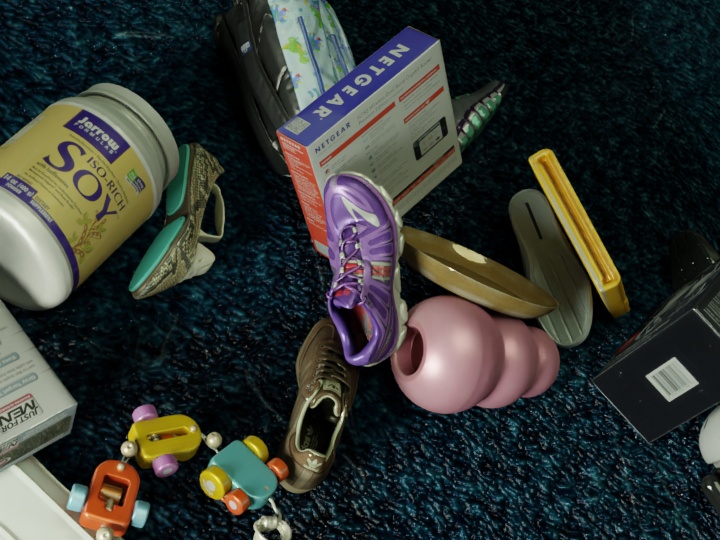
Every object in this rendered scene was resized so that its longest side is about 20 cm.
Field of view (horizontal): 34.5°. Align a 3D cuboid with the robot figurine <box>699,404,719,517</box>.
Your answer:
[{"bbox_3d":[0.482,0.234,1.339,0.150,0.125,0.200,-21,73,-53],"label":"robot figurine"}]

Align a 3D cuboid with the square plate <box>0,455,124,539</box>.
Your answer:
[{"bbox_3d":[-0.312,0.251,0.982,0.198,0.028,0.200,43,52,1],"label":"square plate"}]

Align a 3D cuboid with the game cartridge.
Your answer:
[{"bbox_3d":[0.261,-0.039,1.359,0.177,0.032,0.200,65,11,17],"label":"game cartridge"}]

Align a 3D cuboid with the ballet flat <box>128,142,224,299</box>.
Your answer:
[{"bbox_3d":[-0.177,-0.043,1.203,0.075,0.068,0.201,32,49,-27],"label":"ballet flat"}]

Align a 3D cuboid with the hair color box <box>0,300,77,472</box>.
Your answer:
[{"bbox_3d":[-0.349,0.078,1.024,0.099,0.061,0.200,-29,69,-35],"label":"hair color box"}]

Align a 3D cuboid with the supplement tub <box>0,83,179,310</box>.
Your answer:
[{"bbox_3d":[-0.281,-0.074,1.110,0.145,0.145,0.200,40,53,-2],"label":"supplement tub"}]

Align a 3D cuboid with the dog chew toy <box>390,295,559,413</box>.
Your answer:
[{"bbox_3d":[0.132,0.094,1.248,0.199,0.125,0.125,8,59,-32],"label":"dog chew toy"}]

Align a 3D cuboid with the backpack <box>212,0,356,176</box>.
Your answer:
[{"bbox_3d":[-0.071,-0.205,1.290,0.153,0.163,0.201,-1,72,-31],"label":"backpack"}]

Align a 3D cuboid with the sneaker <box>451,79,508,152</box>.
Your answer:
[{"bbox_3d":[0.107,-0.191,1.424,0.087,0.074,0.200,38,53,3],"label":"sneaker"}]

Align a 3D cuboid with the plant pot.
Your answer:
[{"bbox_3d":[0.122,0.006,1.280,0.199,0.028,0.200,24,11,-5],"label":"plant pot"}]

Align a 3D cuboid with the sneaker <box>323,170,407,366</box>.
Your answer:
[{"bbox_3d":[0.000,0.000,1.164,0.083,0.080,0.201,-28,109,-60],"label":"sneaker"}]

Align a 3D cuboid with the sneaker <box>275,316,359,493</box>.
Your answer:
[{"bbox_3d":[-0.030,0.125,1.169,0.070,0.076,0.201,22,55,-14],"label":"sneaker"}]

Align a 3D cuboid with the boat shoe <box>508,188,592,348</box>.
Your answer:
[{"bbox_3d":[0.231,-0.001,1.378,0.073,0.067,0.201,-16,70,14],"label":"boat shoe"}]

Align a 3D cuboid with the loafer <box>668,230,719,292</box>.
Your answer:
[{"bbox_3d":[0.460,0.039,1.481,0.072,0.073,0.201,-18,81,-43],"label":"loafer"}]

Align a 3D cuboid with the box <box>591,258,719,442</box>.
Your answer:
[{"bbox_3d":[0.397,0.077,1.339,0.104,0.200,0.182,48,52,6],"label":"box"}]

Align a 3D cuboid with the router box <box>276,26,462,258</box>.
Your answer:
[{"bbox_3d":[0.017,-0.132,1.251,0.200,0.180,0.049,-41,51,-22],"label":"router box"}]

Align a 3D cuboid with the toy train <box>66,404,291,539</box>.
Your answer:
[{"bbox_3d":[-0.164,0.204,1.058,0.199,0.056,0.151,16,44,-16],"label":"toy train"}]
